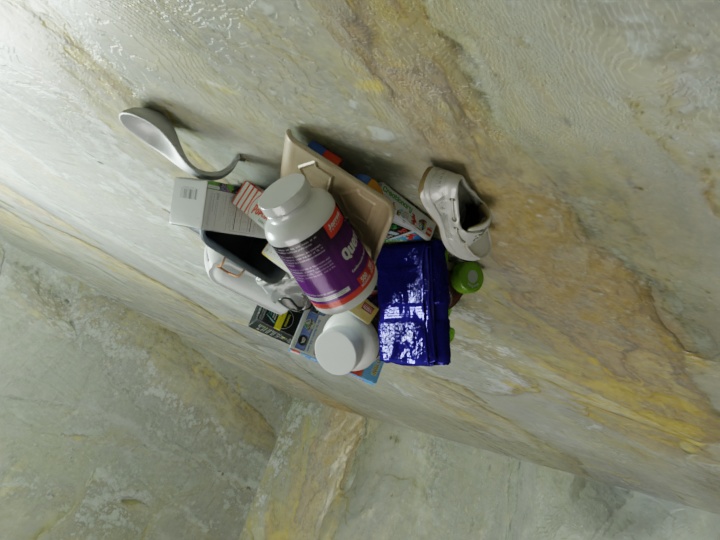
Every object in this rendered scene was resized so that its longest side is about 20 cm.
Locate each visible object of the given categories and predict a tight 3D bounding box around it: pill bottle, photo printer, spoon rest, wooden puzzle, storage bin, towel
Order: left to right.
[{"bbox_3d":[-0.295,-0.200,1.262,0.199,0.061,0.099,25,163,-13],"label":"spoon rest"},{"bbox_3d":[-0.236,-0.067,1.493,0.200,0.146,0.134,34,169,-37],"label":"storage bin"},{"bbox_3d":[-0.234,-0.005,1.651,0.199,0.070,0.167,28,-157,-20],"label":"photo printer"},{"bbox_3d":[-0.063,-0.039,1.139,0.112,0.113,0.201,5,138,44],"label":"pill bottle"},{"bbox_3d":[-0.035,-0.110,1.173,0.200,0.046,0.185,38,155,8],"label":"wooden puzzle"},{"bbox_3d":[-0.002,0.116,1.437,0.111,0.112,0.200,15,-159,21],"label":"pill bottle"},{"bbox_3d":[0.078,0.053,1.268,0.049,0.202,0.147,2,175,-45],"label":"towel"}]

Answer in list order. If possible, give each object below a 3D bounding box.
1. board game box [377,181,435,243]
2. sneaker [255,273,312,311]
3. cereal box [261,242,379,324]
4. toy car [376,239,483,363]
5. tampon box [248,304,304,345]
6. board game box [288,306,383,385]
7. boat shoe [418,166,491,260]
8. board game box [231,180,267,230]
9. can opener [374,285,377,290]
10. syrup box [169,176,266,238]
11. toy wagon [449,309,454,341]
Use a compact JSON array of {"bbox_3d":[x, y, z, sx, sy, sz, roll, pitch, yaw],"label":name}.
[{"bbox_3d":[0.010,-0.088,1.273,0.126,0.035,0.199,34,159,-33],"label":"board game box"},{"bbox_3d":[-0.099,0.022,1.557,0.198,0.075,0.116,-12,126,19],"label":"sneaker"},{"bbox_3d":[-0.072,0.016,1.371,0.144,0.040,0.200,38,174,-38],"label":"cereal box"},{"bbox_3d":[0.093,0.066,1.360,0.157,0.201,0.164,29,162,-24],"label":"toy car"},{"bbox_3d":[-0.135,0.096,1.828,0.199,0.151,0.126,25,164,-12],"label":"tampon box"},{"bbox_3d":[-0.025,0.112,1.656,0.195,0.201,0.056,23,166,-2],"label":"board game box"},{"bbox_3d":[0.149,-0.069,1.095,0.069,0.071,0.200,11,159,36],"label":"boat shoe"},{"bbox_3d":[-0.099,-0.064,1.306,0.151,0.046,0.200,38,-173,33],"label":"board game box"},{"bbox_3d":[0.055,0.081,1.559,0.200,0.053,0.067,38,178,8],"label":"can opener"},{"bbox_3d":[-0.219,-0.102,1.328,0.078,0.082,0.199,11,-177,34],"label":"syrup box"},{"bbox_3d":[0.118,0.098,1.581,0.154,0.040,0.201,19,141,32],"label":"toy wagon"}]
